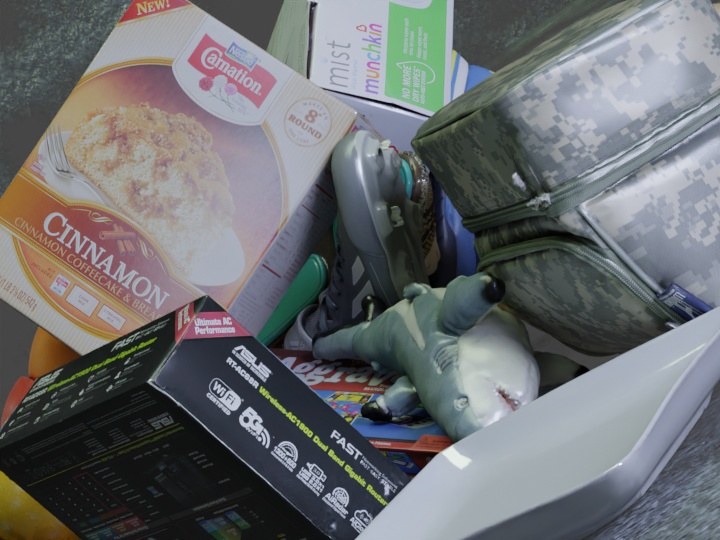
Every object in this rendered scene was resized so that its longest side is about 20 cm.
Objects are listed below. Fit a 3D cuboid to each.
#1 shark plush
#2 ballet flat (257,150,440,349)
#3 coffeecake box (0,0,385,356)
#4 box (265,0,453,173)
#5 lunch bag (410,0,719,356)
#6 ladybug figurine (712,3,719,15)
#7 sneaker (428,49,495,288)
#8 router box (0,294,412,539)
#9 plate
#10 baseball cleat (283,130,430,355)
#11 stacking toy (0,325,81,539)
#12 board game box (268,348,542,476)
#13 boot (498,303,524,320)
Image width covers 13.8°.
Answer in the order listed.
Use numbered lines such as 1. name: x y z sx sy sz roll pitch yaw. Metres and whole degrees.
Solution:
1. shark plush: 0.026 0.045 1.572 0.199 0.091 0.084 20 69 45
2. ballet flat: 0.000 0.000 1.765 0.075 0.068 0.200 15 -44 -34
3. coffeecake box: -0.107 -0.039 1.689 0.201 0.153 0.073 -56 -18 -2
4. box: -0.012 -0.104 1.857 0.201 0.096 0.177 -86 15 -49
5. lunch bag: 0.133 -0.038 1.509 0.139 0.168 0.200 -33 5 -16
6. ladybug figurine: 0.231 -0.104 1.694 0.199 0.072 0.136 2 -15 -23
7. sneaker: 0.072 -0.046 1.836 0.074 0.082 0.201 -48 26 51
8. router box: -0.088 0.104 1.563 0.200 0.150 0.062 -24 28 54
9. plate: 0.080 0.096 1.358 0.199 0.032 0.200 -30 7 32
10. baseball cleat: -0.004 0.013 1.679 0.106 0.201 0.070 -7 33 20
11. stacking toy: -0.182 0.121 1.774 0.200 0.146 0.146 -50 10 -11
12. board game box: -0.001 0.077 1.619 0.199 0.020 0.103 2 26 34
13. boot: 0.122 -0.047 1.775 0.201 0.070 0.145 -36 -37 -76
